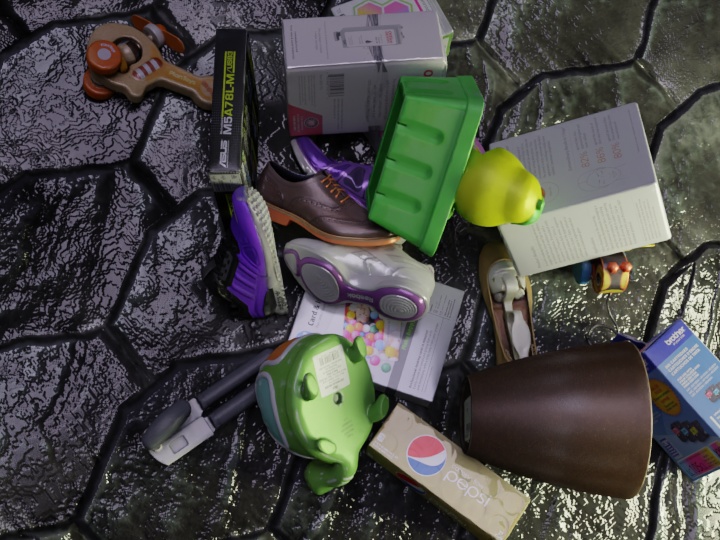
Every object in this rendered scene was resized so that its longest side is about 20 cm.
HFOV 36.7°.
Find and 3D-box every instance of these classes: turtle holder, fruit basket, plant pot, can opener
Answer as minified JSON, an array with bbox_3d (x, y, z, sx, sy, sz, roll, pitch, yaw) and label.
[{"bbox_3d":[-0.049,0.164,1.306,0.186,0.131,0.141,55,53,-29],"label":"turtle holder"},{"bbox_3d":[0.122,-0.121,1.308,0.213,0.156,0.218,-1,114,-2],"label":"fruit basket"},{"bbox_3d":[0.222,0.176,1.296,0.197,0.187,0.189,2,71,-4],"label":"plant pot"},{"bbox_3d":[-0.178,0.164,1.333,0.199,0.067,0.054,-34,77,-14],"label":"can opener"}]

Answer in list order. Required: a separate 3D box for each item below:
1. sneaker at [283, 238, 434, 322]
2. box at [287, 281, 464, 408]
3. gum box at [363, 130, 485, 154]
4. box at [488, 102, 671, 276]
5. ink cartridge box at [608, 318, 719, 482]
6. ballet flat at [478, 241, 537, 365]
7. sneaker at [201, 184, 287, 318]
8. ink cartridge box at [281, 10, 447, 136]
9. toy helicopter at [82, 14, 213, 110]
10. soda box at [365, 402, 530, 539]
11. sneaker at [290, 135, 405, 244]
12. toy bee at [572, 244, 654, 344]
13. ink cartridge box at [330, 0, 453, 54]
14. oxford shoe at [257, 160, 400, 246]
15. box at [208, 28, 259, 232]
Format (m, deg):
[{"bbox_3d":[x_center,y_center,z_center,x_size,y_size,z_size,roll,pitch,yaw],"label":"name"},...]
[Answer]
[{"bbox_3d":[0.000,0.000,1.374,0.198,0.075,0.100,20,43,7],"label":"sneaker"},{"bbox_3d":[0.018,0.070,1.396,0.198,0.041,0.157,18,70,3],"label":"box"},{"bbox_3d":[0.077,-0.188,1.476,0.113,0.066,0.201,-28,75,-12],"label":"gum box"},{"bbox_3d":[0.276,-0.102,1.381,0.198,0.107,0.153,-14,46,17],"label":"box"},{"bbox_3d":[0.394,0.151,1.346,0.076,0.137,0.200,-34,76,-20],"label":"ink cartridge box"},{"bbox_3d":[0.199,0.048,1.406,0.068,0.063,0.202,-7,71,-7],"label":"ballet flat"},{"bbox_3d":[-0.151,-0.011,1.337,0.098,0.201,0.070,-11,42,-2],"label":"sneaker"},{"bbox_3d":[0.002,-0.248,1.379,0.197,0.147,0.084,-4,62,-4],"label":"ink cartridge box"},{"bbox_3d":[-0.277,-0.281,1.490,0.198,0.079,0.133,22,61,-8],"label":"toy helicopter"},{"bbox_3d":[0.105,0.252,1.327,0.199,0.064,0.068,36,72,9],"label":"soda box"},{"bbox_3d":[-0.007,-0.117,1.434,0.199,0.081,0.084,38,88,1],"label":"sneaker"},{"bbox_3d":[0.328,-0.012,1.413,0.130,0.109,0.201,-23,73,-12],"label":"toy bee"},{"bbox_3d":[0.019,-0.327,1.519,0.198,0.059,0.105,-22,69,-12],"label":"ink cartridge box"},{"bbox_3d":[-0.041,-0.083,1.361,0.198,0.071,0.074,17,111,12],"label":"oxford shoe"},{"bbox_3d":[-0.159,-0.172,1.381,0.047,0.200,0.195,-2,71,-1],"label":"box"}]
